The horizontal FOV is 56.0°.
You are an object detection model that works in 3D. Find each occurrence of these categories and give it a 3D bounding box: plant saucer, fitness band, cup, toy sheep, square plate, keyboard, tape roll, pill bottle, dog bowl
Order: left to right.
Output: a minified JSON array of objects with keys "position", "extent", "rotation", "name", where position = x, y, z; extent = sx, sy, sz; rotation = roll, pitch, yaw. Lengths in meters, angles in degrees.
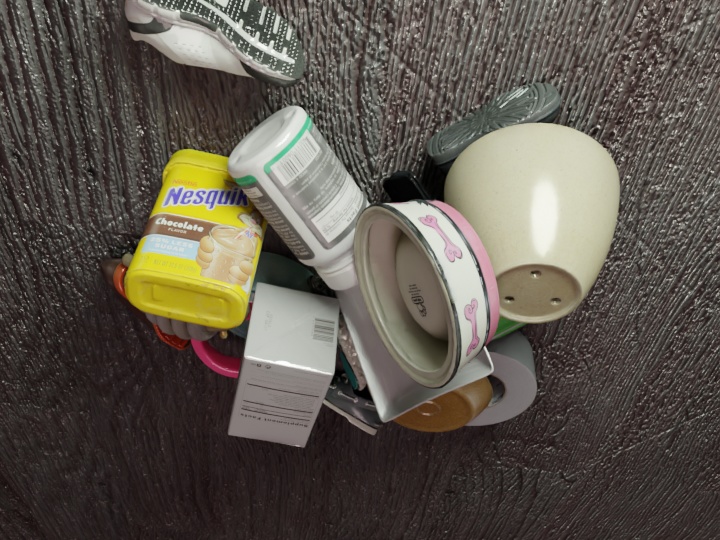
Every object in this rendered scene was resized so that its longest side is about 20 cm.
[{"position":[-0.237,0.022,0.917],"extent":[0.196,0.139,0.140],"rotation":[21,139,16],"name":"toy sheep"},{"position":[-0.165,0.103,1.019],"extent":[0.196,0.038,0.144],"rotation":[-19,131,24],"name":"fitness band"},{"position":[-0.147,0.056,1.024],"extent":[0.195,0.039,0.204],"rotation":[3,136,3],"name":"plant saucer"},{"position":[-0.057,-0.080,0.804],"extent":[0.111,0.114,0.201],"rotation":[-22,121,26],"name":"pill bottle"},{"position":[0.061,0.064,0.851],"extent":[0.028,0.204,0.197],"rotation":[-6,159,-47],"name":"square plate"},{"position":[0.071,0.017,0.725],"extent":[0.072,0.201,0.203],"rotation":[-21,142,-23],"name":"dog bowl"},{"position":[0.104,0.198,1.043],"extent":[0.194,0.036,0.203],"rotation":[6,139,5],"name":"plant saucer"},{"position":[0.100,-0.049,0.866],"extent":[0.202,0.040,0.103],"rotation":[55,158,-19],"name":"keyboard"},{"position":[0.178,0.165,1.078],"extent":[0.194,0.067,0.203],"rotation":[4,135,4],"name":"tape roll"},{"position":[0.185,-0.031,0.734],"extent":[0.194,0.146,0.203],"rotation":[6,142,4],"name":"cup"}]

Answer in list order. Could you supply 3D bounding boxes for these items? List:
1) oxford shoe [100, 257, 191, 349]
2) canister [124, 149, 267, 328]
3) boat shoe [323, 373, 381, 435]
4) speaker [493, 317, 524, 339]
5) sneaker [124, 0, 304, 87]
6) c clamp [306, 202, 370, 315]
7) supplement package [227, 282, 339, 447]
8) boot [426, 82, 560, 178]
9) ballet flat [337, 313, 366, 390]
[{"position":[-0.316,0.047,1.029],"extent":[0.071,0.072,0.202],"rotation":[15,147,34],"name":"oxford shoe"},{"position":[-0.185,-0.040,0.812],"extent":[0.145,0.203,0.088],"rotation":[12,138,-7],"name":"canister"},{"position":[-0.036,0.207,1.165],"extent":[0.199,0.073,0.062],"rotation":[38,85,-20],"name":"boat shoe"},{"position":[0.198,0.037,0.931],"extent":[0.088,0.090,0.198],"rotation":[36,128,-28],"name":"speaker"},{"position":[-0.151,-0.244,0.708],"extent":[0.196,0.075,0.080],"rotation":[25,148,-12],"name":"sneaker"},{"position":[0.000,0.000,0.959],"extent":[0.169,0.028,0.199],"rotation":[32,126,-33],"name":"c clamp"},{"position":[-0.107,0.135,0.934],"extent":[0.117,0.123,0.202],"rotation":[11,138,-9],"name":"supplement package"},{"position":[0.193,-0.105,0.800],"extent":[0.162,0.067,0.201],"rotation":[-17,129,34],"name":"boot"},{"position":[-0.001,0.126,1.048],"extent":[0.070,0.073,0.201],"rotation":[-1,150,7],"name":"ballet flat"}]
